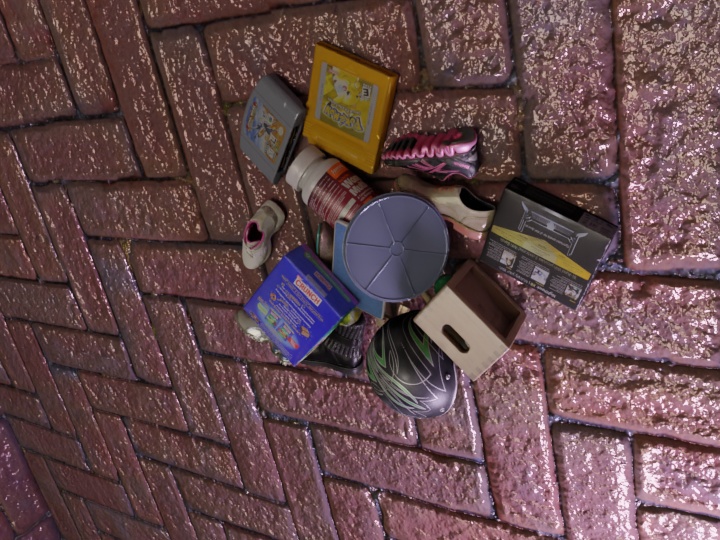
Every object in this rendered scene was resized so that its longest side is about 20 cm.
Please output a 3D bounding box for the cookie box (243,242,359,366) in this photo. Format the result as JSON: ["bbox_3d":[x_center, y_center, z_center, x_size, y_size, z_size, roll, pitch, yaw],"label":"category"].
[{"bbox_3d":[-0.125,0.072,1.487,0.171,0.075,0.200,47,131,3],"label":"cookie box"}]

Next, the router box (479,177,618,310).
[{"bbox_3d":[0.322,-0.046,1.256,0.198,0.052,0.159,30,130,18],"label":"router box"}]

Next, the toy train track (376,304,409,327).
[{"bbox_3d":[0.116,0.146,1.530,0.197,0.032,0.116,24,127,22],"label":"toy train track"}]

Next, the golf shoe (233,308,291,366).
[{"bbox_3d":[-0.200,0.125,1.645,0.198,0.078,0.099,32,110,21],"label":"golf shoe"}]

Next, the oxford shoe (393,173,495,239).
[{"bbox_3d":[0.156,-0.135,1.312,0.197,0.071,0.074,27,135,7],"label":"oxford shoe"}]

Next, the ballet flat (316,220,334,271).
[{"bbox_3d":[-0.059,-0.042,1.497,0.066,0.069,0.201,8,157,-2],"label":"ballet flat"}]

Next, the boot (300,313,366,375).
[{"bbox_3d":[-0.082,0.139,1.635,0.207,0.080,0.160,11,129,18],"label":"boot"}]

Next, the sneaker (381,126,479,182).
[{"bbox_3d":[0.128,-0.197,1.303,0.197,0.079,0.096,3,134,38],"label":"sneaker"}]

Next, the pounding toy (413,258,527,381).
[{"bbox_3d":[0.185,0.081,1.360,0.200,0.184,0.143,44,120,5],"label":"pounding toy"}]

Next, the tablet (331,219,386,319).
[{"bbox_3d":[0.000,0.000,1.411,0.129,0.014,0.202,26,136,20],"label":"tablet"}]

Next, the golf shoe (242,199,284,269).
[{"bbox_3d":[-0.239,-0.069,1.622,0.075,0.091,0.201,37,133,10],"label":"golf shoe"}]

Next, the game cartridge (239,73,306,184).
[{"bbox_3d":[-0.185,-0.291,1.475,0.133,0.041,0.201,43,136,15],"label":"game cartridge"}]

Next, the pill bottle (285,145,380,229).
[{"bbox_3d":[-0.046,-0.149,1.422,0.199,0.109,0.110,40,132,8],"label":"pill bottle"}]

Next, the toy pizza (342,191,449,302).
[{"bbox_3d":[0.064,-0.043,1.306,0.196,0.032,0.204,-2,106,-7],"label":"toy pizza"}]

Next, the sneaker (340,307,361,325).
[{"bbox_3d":[-0.076,0.056,1.565,0.197,0.105,0.077,23,125,22],"label":"sneaker"}]

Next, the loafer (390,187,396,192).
[{"bbox_3d":[0.080,-0.064,1.366,0.067,0.076,0.204,-10,85,-4],"label":"loafer"}]

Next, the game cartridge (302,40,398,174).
[{"bbox_3d":[-0.025,-0.307,1.369,0.174,0.032,0.203,28,128,20],"label":"game cartridge"}]

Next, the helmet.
[{"bbox_3d":[0.106,0.188,1.420,0.197,0.191,0.203,12,122,20],"label":"helmet"}]
